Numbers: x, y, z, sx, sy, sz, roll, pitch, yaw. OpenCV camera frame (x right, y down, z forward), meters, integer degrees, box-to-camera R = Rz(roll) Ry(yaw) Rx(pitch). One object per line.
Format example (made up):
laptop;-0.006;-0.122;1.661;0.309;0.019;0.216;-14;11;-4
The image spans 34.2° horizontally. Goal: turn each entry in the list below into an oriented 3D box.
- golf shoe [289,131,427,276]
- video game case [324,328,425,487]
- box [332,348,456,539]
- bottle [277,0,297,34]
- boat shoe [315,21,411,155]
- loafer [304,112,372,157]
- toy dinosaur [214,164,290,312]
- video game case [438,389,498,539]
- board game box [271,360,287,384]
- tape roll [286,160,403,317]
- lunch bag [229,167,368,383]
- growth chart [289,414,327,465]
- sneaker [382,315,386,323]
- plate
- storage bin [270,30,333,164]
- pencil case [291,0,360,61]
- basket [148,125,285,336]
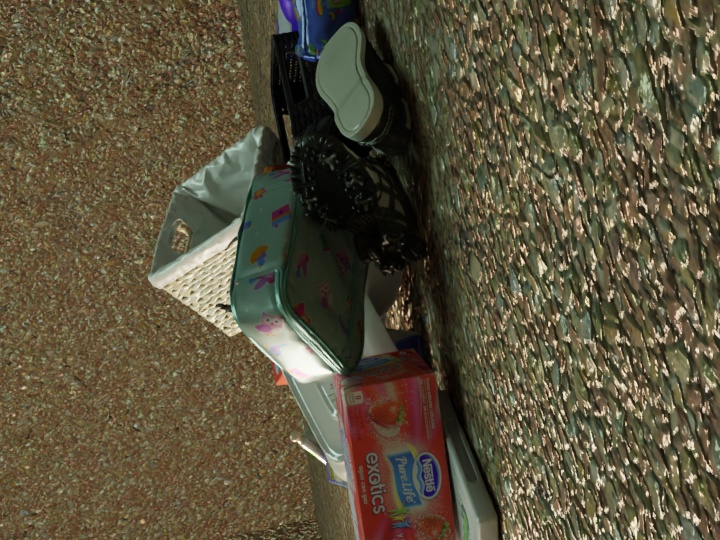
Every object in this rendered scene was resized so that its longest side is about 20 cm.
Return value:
golf shoe;-0.007;-0.081;1.139;0.200;0.077;0.095;49;-152;-44
video game case;0.015;0.164;1.368;0.181;0.045;0.202;5;107;53
box;0.033;0.192;1.184;0.103;0.094;0.202;-133;35;-76
bottle;-0.075;-0.354;1.531;0.200;0.065;0.084;102;156;-71
boat shoe;0.006;-0.183;1.176;0.074;0.060;0.201;-50;32;19
loafer;-0.027;-0.134;1.247;0.201;0.070;0.069;-59;-52;-72
toy dinosaur;-0.113;-0.037;1.354;0.200;0.104;0.183;-152;76;-68
video game case;0.104;0.254;1.179;0.183;0.023;0.201;-110;12;-54
board game box;-0.069;0.071;1.736;0.040;0.152;0.201;-55;42;48
tape roll;-0.029;-0.037;1.358;0.202;0.070;0.204;28;122;57
lunch bag;-0.051;0.001;1.166;0.160;0.077;0.201;48;-143;-40
growth chart;-0.019;0.163;1.497;0.145;0.018;0.201;51;-133;-41
sneaker;0.000;0.000;1.440;0.088;0.074;0.202;-143;43;-72
plate;-0.019;0.132;1.311;0.199;0.032;0.201;-34;83;50
storage bin;-0.059;-0.212;1.502;0.200;0.093;0.136;110;149;-74
pencil case;-0.048;-0.330;1.293;0.078;0.087;0.202;14;120;45
basket;-0.158;-0.052;1.617;0.161;0.199;0.199;39;-144;-29
